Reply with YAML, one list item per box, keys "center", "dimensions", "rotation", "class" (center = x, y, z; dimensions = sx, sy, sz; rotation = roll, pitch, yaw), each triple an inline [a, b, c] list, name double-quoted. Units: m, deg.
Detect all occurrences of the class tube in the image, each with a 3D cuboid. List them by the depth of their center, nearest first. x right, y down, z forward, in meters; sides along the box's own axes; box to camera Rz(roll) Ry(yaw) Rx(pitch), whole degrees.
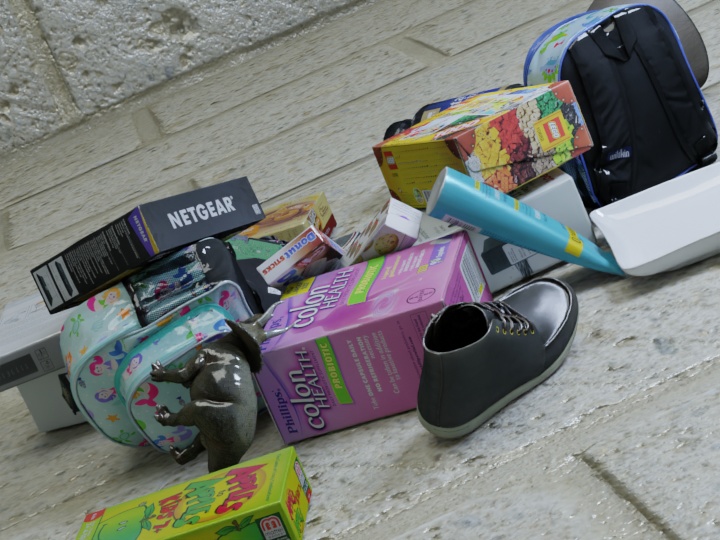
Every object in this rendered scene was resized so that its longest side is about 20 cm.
- center: [0.163, -0.041, 1.603]
  dimensions: [0.078, 0.199, 0.051]
  rotation: [-92, 25, -68]
  class: "tube"

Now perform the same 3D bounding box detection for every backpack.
- center: [-0.189, 0.086, 1.605]
  dimensions: [0.199, 0.178, 0.151]
  rotation: [-23, 47, 2]
  class: "backpack"
- center: [0.270, -0.184, 1.795]
  dimensions: [0.182, 0.201, 0.147]
  rotation: [-29, 18, -18]
  class: "backpack"

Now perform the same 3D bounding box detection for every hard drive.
- center: [-0.142, 0.022, 1.801]
  dimensions: [0.139, 0.038, 0.200]
  rotation: [10, 30, -11]
  class: "hard drive"

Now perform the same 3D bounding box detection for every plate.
- center: [0.337, -0.054, 1.607]
  dimensions: [0.199, 0.033, 0.200]
  rotation: [-22, 16, 5]
  class: "plate"

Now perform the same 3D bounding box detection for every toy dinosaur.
- center: [-0.127, 0.118, 1.445]
  dimensions: [0.102, 0.077, 0.201]
  rotation: [-12, 59, 28]
  class: "toy dinosaur"

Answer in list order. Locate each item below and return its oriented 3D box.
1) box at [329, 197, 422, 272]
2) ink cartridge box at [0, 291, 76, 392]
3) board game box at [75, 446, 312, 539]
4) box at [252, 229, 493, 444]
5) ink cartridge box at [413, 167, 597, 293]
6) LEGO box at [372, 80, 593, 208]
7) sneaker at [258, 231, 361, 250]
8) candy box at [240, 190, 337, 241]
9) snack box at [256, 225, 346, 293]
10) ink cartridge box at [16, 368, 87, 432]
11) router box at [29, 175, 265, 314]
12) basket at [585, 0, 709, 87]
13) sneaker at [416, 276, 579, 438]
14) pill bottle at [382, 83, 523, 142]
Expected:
- center: [0.000, 0.000, 1.683]
  dimensions: [0.200, 0.041, 0.039]
  rotation: [-49, 21, 46]
  class: "box"
- center: [-0.312, 0.052, 1.808]
  dimensions: [0.199, 0.044, 0.174]
  rotation: [-21, 18, 5]
  class: "ink cartridge box"
- center: [-0.144, 0.219, 1.374]
  dimensions: [0.199, 0.048, 0.102]
  rotation: [-20, 17, 11]
  class: "board game box"
- center: [0.016, 0.061, 1.560]
  dimensions: [0.199, 0.097, 0.176]
  rotation: [-18, 18, 18]
  class: "box"
- center: [0.132, -0.038, 1.731]
  dimensions: [0.199, 0.084, 0.147]
  rotation: [-24, 17, -4]
  class: "ink cartridge box"
- center: [0.126, -0.131, 1.733]
  dimensions: [0.148, 0.078, 0.200]
  rotation: [-28, 12, -22]
  class: "LEGO box"
- center: [-0.085, -0.010, 1.937]
  dimensions: [0.199, 0.075, 0.081]
  rotation: [-16, 18, 20]
  class: "sneaker"
- center: [-0.139, -0.033, 2.104]
  dimensions: [0.199, 0.056, 0.116]
  rotation: [-17, 18, 19]
  class: "candy box"
- center: [-0.053, -0.004, 1.703]
  dimensions: [0.072, 0.024, 0.200]
  rotation: [-37, -11, 3]
  class: "snack box"
- center: [-0.268, 0.095, 1.838]
  dimensions: [0.199, 0.083, 0.146]
  rotation: [-15, 20, 23]
  class: "ink cartridge box"
- center: [-0.212, -0.027, 1.656]
  dimensions: [0.157, 0.053, 0.200]
  rotation: [-28, -3, 31]
  class: "router box"
- center: [0.306, -0.234, 1.998]
  dimensions: [0.200, 0.181, 0.136]
  rotation: [-45, 10, -28]
  class: "basket"
- center: [0.126, 0.050, 1.407]
  dimensions: [0.075, 0.107, 0.200]
  rotation: [29, 54, 27]
  class: "sneaker"
- center: [0.132, -0.163, 2.056]
  dimensions: [0.199, 0.113, 0.112]
  rotation: [-10, 21, 36]
  class: "pill bottle"
